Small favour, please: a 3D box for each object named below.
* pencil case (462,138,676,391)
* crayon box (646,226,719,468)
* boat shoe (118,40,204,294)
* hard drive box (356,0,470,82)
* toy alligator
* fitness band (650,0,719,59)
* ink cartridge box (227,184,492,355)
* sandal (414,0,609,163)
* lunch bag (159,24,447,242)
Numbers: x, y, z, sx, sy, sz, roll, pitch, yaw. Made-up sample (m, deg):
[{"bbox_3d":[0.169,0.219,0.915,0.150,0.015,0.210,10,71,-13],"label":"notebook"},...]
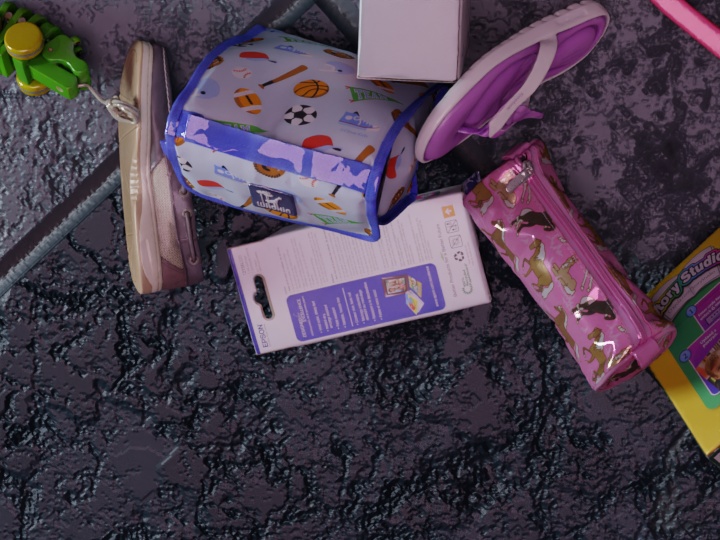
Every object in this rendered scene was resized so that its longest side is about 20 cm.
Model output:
[{"bbox_3d":[0.161,-0.003,1.459,0.083,0.086,0.200,-40,73,22],"label":"pencil case"},{"bbox_3d":[0.315,0.033,1.443,0.200,0.173,0.058,-44,126,14],"label":"crayon box"},{"bbox_3d":[-0.156,-0.083,1.517,0.064,0.072,0.201,-3,93,-18],"label":"boat shoe"},{"bbox_3d":[0.044,-0.251,1.404,0.076,0.156,0.201,3,104,5],"label":"hard drive box"},{"bbox_3d":[-0.248,-0.172,1.497,0.199,0.059,0.054,23,63,14],"label":"toy alligator"},{"bbox_3d":[0.284,-0.246,1.443,0.200,0.037,0.144,39,105,-6],"label":"fitness band"},{"bbox_3d":[0.000,0.000,1.537,0.199,0.037,0.095,-14,104,6],"label":"ink cartridge box"},{"bbox_3d":[0.123,-0.139,1.418,0.202,0.083,0.050,-38,68,-25],"label":"sandal"},{"bbox_3d":[-0.042,-0.099,1.420,0.169,0.200,0.124,16,106,8],"label":"lunch bag"}]
